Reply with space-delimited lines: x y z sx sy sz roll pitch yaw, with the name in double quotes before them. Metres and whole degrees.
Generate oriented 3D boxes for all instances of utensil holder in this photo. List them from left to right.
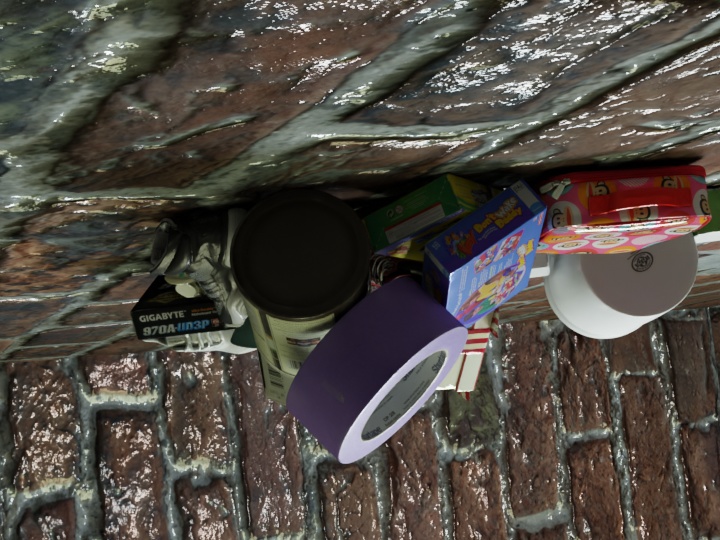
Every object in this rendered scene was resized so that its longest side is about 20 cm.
"utensil holder" 0.349 -0.001 1.741 0.169 0.171 0.200 -6 172 -5

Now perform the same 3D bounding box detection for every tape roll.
"tape roll" 0.019 0.108 1.404 0.200 0.085 0.200 -42 162 -17

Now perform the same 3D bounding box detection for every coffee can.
"coffee can" -0.059 0.021 1.419 0.146 0.147 0.200 -6 156 0

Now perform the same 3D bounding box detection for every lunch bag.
"lunch bag" 0.289 -0.070 1.466 0.199 0.082 0.176 -4 173 -11

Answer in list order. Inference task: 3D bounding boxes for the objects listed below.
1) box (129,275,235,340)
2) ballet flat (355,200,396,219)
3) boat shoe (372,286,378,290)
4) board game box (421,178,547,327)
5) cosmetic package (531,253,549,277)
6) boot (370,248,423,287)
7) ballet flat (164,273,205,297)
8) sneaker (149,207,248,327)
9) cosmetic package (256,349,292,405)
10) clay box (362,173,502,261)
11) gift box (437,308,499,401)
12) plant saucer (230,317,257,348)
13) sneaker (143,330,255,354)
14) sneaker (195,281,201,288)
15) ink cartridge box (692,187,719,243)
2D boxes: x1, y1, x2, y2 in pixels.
"box" -0.200 0.035 1.794 0.199 0.046 0.159 -7 -160 12
"ballet flat" -0.028 -0.055 1.511 0.199 0.057 0.066 -13 154 8
"boat shoe" 0.003 0.000 1.754 0.073 0.068 0.199 1 -174 -18
"board game box" 0.134 -0.005 1.455 0.134 0.045 0.200 -34 159 -15
"cosmetic package" 0.154 -0.024 1.749 0.199 0.082 0.113 -8 173 7
"boot" 0.020 -0.004 1.594 0.199 0.073 0.144 9 -165 21
"ballet flat" -0.226 0.005 1.709 0.069 0.070 0.200 -6 174 1
"sneaker" -0.183 -0.005 1.487 0.113 0.076 0.200 3 145 -3
"cosmetic package" -0.033 0.103 1.740 0.199 0.104 0.087 -17 -164 -33
"clay box" 0.099 -0.054 1.466 0.115 0.048 0.200 -27 164 24
"gift box" 0.097 0.087 1.921 0.186 0.185 0.200 -1 -151 -31
"plant saucer" -0.066 0.058 1.615 0.199 0.036 0.200 -8 -172 1
"sneaker" -0.224 0.091 1.825 0.199 0.075 0.087 1 -161 32
"sneaker" -0.116 0.014 1.611 0.199 0.082 0.077 15 179 -17
"ink cartridge box" 0.520 -0.078 1.701 0.199 0.060 0.104 -6 174 -3
